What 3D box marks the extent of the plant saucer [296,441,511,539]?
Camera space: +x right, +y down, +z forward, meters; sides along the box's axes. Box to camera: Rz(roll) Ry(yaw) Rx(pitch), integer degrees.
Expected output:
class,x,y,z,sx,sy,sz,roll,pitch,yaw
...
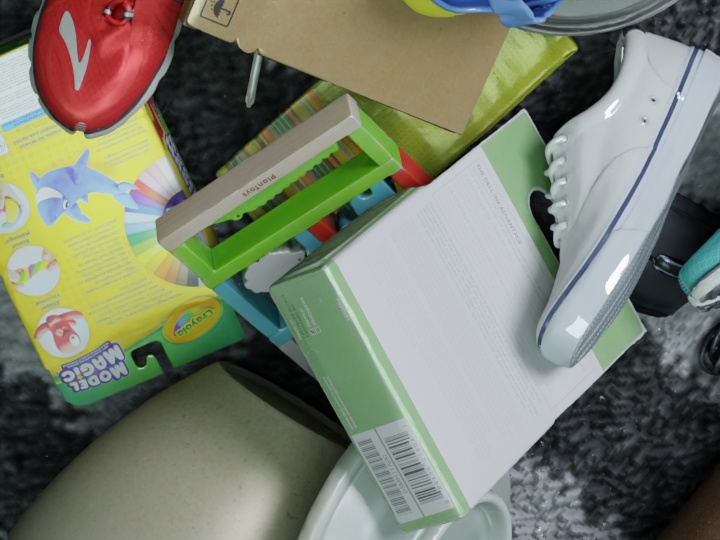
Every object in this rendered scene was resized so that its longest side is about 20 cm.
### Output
class,x,y,z,sx,sy,sz,roll,pitch,yaw
plant saucer,0.032,0.158,1.333,0.050,0.200,0.201,22,111,29

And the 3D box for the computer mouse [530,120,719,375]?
class,x,y,z,sx,sy,sz,roll,pitch,yaw
computer mouse,0.171,-0.035,1.381,0.199,0.046,0.141,34,106,-10

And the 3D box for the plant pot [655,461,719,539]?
class,x,y,z,sx,sy,sz,roll,pitch,yaw
plant pot,0.255,0.166,1.382,0.200,0.200,0.199,32,98,-10

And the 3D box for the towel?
class,x,y,z,sx,sy,sz,roll,pitch,yaw
towel,0.019,-0.086,1.380,0.200,0.018,0.086,-41,105,13

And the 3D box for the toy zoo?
class,x,y,z,sx,sy,sz,roll,pitch,yaw
toy zoo,0.000,0.000,1.370,0.131,0.021,0.200,-32,131,19

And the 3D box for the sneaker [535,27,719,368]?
class,x,y,z,sx,sy,sz,roll,pitch,yaw
sneaker,0.126,-0.040,1.322,0.070,0.201,0.073,23,152,10

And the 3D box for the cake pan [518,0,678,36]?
class,x,y,z,sx,sy,sz,roll,pitch,yaw
cake pan,0.112,-0.220,1.316,0.199,0.037,0.202,0,104,-1

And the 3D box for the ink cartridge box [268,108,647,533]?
class,x,y,z,sx,sy,sz,roll,pitch,yaw
ink cartridge box,0.055,0.022,1.299,0.048,0.200,0.146,-22,102,41

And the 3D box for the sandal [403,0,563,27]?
class,x,y,z,sx,sy,sz,roll,pitch,yaw
sandal,0.118,-0.167,1.251,0.199,0.087,0.080,-23,113,-10

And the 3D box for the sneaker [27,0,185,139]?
class,x,y,z,sx,sy,sz,roll,pitch,yaw
sneaker,-0.113,-0.165,1.291,0.077,0.085,0.201,25,84,-3

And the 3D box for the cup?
class,x,y,z,sx,sy,sz,roll,pitch,yaw
cup,-0.072,0.136,1.375,0.200,0.200,0.144,30,94,-9

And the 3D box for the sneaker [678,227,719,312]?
class,x,y,z,sx,sy,sz,roll,pitch,yaw
sneaker,0.233,-0.062,1.345,0.080,0.078,0.200,39,82,12

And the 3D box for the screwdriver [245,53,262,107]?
class,x,y,z,sx,sy,sz,roll,pitch,yaw
screwdriver,-0.041,-0.182,1.339,0.028,0.029,0.201,11,103,-3

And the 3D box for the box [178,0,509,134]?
class,x,y,z,sx,sy,sz,roll,pitch,yaw
box,0.020,-0.188,1.279,0.163,0.021,0.201,20,102,-17

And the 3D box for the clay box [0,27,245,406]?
class,x,y,z,sx,sy,sz,roll,pitch,yaw
clay box,-0.150,-0.035,1.383,0.114,0.048,0.201,-22,108,5
